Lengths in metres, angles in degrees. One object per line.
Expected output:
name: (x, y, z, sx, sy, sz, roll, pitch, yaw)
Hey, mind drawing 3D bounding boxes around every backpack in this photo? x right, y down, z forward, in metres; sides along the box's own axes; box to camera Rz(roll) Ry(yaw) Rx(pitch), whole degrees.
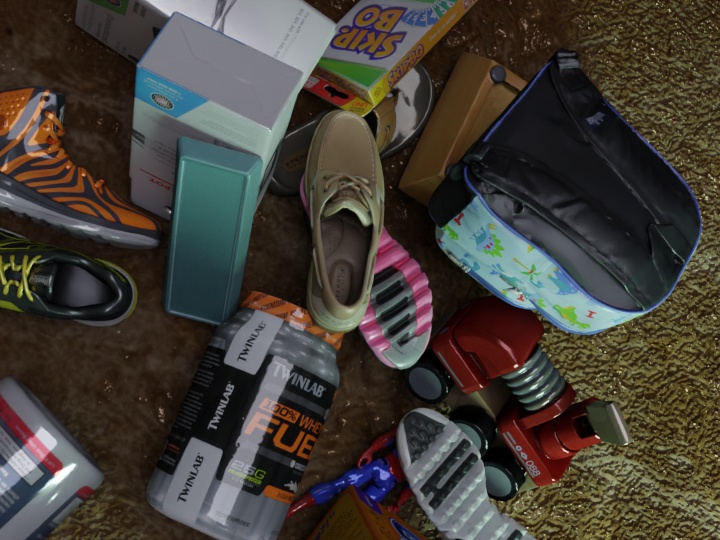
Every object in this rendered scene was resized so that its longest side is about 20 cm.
backpack: (0.177, -0.048, 0.860, 0.200, 0.147, 0.183, 41, 64, 1)

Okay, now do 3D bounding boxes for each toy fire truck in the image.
toy fire truck: (0.155, 0.107, 0.888, 0.177, 0.199, 0.129, 55, 43, -6)

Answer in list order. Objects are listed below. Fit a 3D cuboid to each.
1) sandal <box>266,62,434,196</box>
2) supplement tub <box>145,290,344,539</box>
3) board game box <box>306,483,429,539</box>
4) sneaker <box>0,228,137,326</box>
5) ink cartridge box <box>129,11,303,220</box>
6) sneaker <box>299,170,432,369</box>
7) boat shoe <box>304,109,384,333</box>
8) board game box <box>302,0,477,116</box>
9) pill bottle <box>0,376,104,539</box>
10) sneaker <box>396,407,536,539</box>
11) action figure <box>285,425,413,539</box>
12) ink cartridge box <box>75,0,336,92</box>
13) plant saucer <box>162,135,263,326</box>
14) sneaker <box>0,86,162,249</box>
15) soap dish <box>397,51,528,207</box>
sandal: (-0.008, -0.136, 0.950, 0.199, 0.055, 0.082, -28, 94, -17)
supplement tub: (-0.094, 0.128, 0.870, 0.122, 0.122, 0.202, 24, 80, -14)
board game box: (0.024, 0.342, 0.824, 0.199, 0.200, 0.201, 38, 90, -15)
sneaker: (-0.284, 0.000, 0.841, 0.198, 0.085, 0.075, 9, 83, -16)
ink cartridge box: (-0.128, -0.109, 0.844, 0.115, 0.200, 0.067, 25, 60, -2)
sneaker: (0.000, 0.000, 0.918, 0.078, 0.095, 0.202, -19, 78, -21)
boat shoe: (-0.009, -0.051, 0.846, 0.070, 0.065, 0.202, 3, 71, -11)
board game box: (0.032, -0.234, 0.955, 0.200, 0.095, 0.030, -49, 144, -12)
pill bottle: (-0.317, 0.194, 0.798, 0.200, 0.119, 0.120, -44, 98, -15)
sneaker: (0.085, 0.212, 0.916, 0.075, 0.081, 0.201, -37, 106, -20)
action figure: (0.014, 0.198, 0.939, 0.199, 0.052, 0.066, -31, 92, -19)
ink cartridge box: (-0.138, -0.213, 0.867, 0.199, 0.145, 0.085, 32, 74, -12)
plant saucer: (-0.129, -0.023, 0.840, 0.069, 0.201, 0.019, 15, 46, -2)
sneaker: (-0.255, -0.093, 0.860, 0.198, 0.078, 0.113, 20, 81, -15)
soap dish: (0.156, -0.101, 0.984, 0.199, 0.081, 0.158, 30, 78, -14)
